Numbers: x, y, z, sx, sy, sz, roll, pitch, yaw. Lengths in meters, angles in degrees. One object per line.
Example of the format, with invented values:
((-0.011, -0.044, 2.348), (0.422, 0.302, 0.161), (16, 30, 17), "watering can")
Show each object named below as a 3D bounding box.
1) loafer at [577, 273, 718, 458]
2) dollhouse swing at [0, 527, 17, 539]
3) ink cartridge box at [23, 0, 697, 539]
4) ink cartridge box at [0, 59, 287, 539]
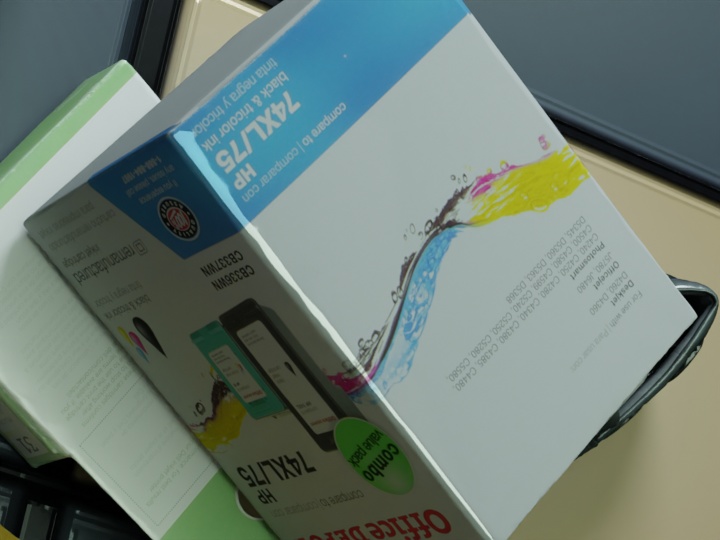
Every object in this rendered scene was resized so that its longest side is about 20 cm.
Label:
((0.087, 0.055, 1.033), (0.200, 0.070, 0.068), (-31, 95, -32), "loafer")
((-0.171, 0.228, 0.836), (0.200, 0.176, 0.182), (39, 24, -4), "dollhouse swing")
((0.000, 0.000, 0.895), (0.200, 0.146, 0.146), (51, 59, -10), "ink cartridge box")
((-0.087, 0.032, 0.950), (0.200, 0.048, 0.146), (49, 60, -14), "ink cartridge box")
